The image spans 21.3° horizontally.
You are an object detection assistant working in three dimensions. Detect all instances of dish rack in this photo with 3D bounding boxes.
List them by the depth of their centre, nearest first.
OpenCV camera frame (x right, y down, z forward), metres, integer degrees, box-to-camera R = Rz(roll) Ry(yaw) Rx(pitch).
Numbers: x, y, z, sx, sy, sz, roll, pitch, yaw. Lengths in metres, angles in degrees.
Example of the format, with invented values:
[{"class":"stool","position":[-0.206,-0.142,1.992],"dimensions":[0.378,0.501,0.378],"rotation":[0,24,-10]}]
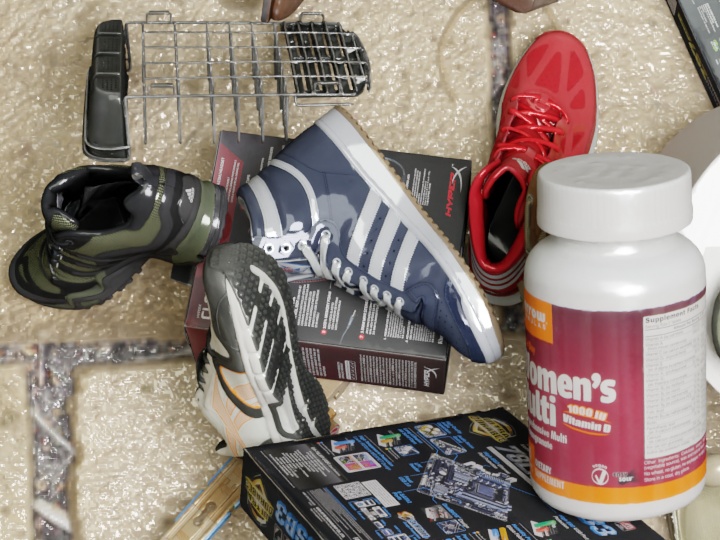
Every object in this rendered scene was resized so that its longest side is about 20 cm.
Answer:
[{"class":"dish rack","position":[-0.093,-0.132,1.326],"dimensions":[0.198,0.154,0.055],"rotation":[-2,120,-6]}]

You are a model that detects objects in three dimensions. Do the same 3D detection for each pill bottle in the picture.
[{"class":"pill bottle","position":[0.152,0.038,1.144],"dimensions":[0.108,0.110,0.202],"rotation":[-3,107,2]}]

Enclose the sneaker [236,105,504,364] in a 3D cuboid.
[{"class":"sneaker","position":[0.000,0.000,1.232],"dimensions":[0.108,0.070,0.201],"rotation":[-34,73,-9]}]

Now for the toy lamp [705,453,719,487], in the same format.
[{"class":"toy lamp","position":[0.186,0.141,1.264],"dimensions":[0.198,0.058,0.059],"rotation":[-10,77,27]}]

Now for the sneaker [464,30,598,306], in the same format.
[{"class":"sneaker","position":[0.122,-0.081,1.311],"dimensions":[0.078,0.116,0.202],"rotation":[11,79,5]}]

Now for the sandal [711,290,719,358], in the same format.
[{"class":"sandal","position":[0.308,0.013,1.151],"dimensions":[0.199,0.057,0.081],"rotation":[-12,99,-1]}]

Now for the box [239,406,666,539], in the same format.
[{"class":"box","position":[0.053,0.156,1.177],"dimensions":[0.197,0.200,0.050],"rotation":[-6,115,-28]}]

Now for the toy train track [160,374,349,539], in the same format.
[{"class":"toy train track","position":[-0.076,0.139,1.311],"dimensions":[0.114,0.033,0.200],"rotation":[36,72,20]}]

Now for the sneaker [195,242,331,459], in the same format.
[{"class":"sneaker","position":[-0.077,0.062,1.225],"dimensions":[0.079,0.201,0.074],"rotation":[3,46,17]}]

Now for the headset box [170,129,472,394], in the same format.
[{"class":"headset box","position":[-0.030,-0.007,1.313],"dimensions":[0.198,0.075,0.150],"rotation":[6,68,4]}]

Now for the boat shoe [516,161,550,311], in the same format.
[{"class":"boat shoe","position":[0.142,0.016,1.260],"dimensions":[0.075,0.202,0.074],"rotation":[-22,37,-29]}]

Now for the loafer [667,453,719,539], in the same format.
[{"class":"loafer","position":[0.259,0.216,1.267],"dimensions":[0.075,0.068,0.202],"rotation":[-19,78,-1]}]

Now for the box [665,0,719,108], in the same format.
[{"class":"box","position":[0.314,-0.166,1.351],"dimensions":[0.156,0.051,0.202],"rotation":[-23,79,1]}]

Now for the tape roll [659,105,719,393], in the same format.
[{"class":"tape roll","position":[0.284,-0.010,1.246],"dimensions":[0.200,0.139,0.205],"rotation":[0,98,-2]}]

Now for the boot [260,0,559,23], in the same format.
[{"class":"boot","position":[0.048,-0.215,1.361],"dimensions":[0.199,0.064,0.187],"rotation":[26,69,4]}]

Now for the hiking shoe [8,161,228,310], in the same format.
[{"class":"hiking shoe","position":[-0.183,-0.035,1.291],"dimensions":[0.199,0.100,0.076],"rotation":[-20,51,38]}]
